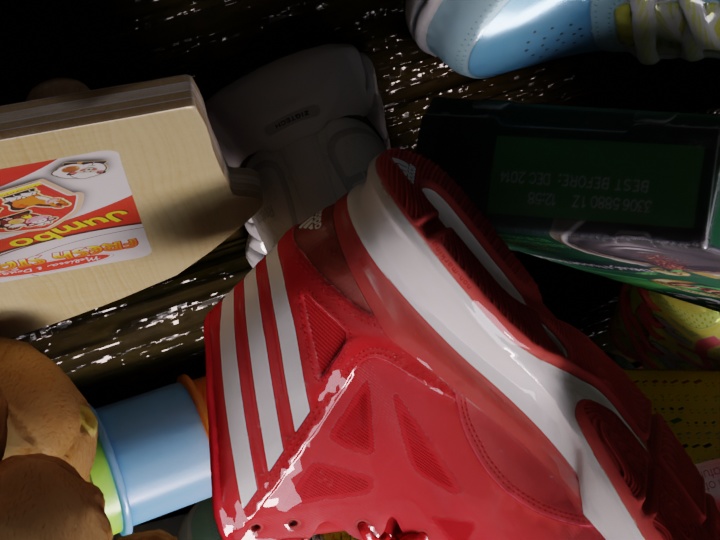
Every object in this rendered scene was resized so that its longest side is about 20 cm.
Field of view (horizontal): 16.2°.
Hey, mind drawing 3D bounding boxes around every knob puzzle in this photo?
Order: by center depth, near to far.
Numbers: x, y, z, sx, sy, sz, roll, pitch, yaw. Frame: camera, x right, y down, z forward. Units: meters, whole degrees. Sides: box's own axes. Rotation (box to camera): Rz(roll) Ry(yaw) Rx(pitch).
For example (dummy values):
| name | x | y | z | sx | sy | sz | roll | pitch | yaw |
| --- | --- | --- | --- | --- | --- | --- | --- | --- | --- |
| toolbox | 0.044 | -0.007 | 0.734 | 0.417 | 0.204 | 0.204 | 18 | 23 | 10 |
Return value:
| name | x | y | z | sx | sy | sz | roll | pitch | yaw |
| --- | --- | --- | --- | --- | --- | --- | --- | --- | --- |
| knob puzzle | -0.128 | -0.016 | 0.770 | 0.218 | 0.031 | 0.220 | -10 | 164 | -3 |

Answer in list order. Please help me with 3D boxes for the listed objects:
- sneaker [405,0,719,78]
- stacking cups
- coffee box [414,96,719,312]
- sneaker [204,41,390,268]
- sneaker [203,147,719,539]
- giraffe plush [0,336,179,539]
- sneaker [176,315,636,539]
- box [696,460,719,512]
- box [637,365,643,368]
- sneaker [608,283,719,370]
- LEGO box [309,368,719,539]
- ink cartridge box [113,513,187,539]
| name | x | y | z | sx | sy | sz | roll | pitch | yaw |
| --- | --- | --- | --- | --- | --- | --- | --- | --- | --- |
| sneaker | 0.120 | -0.076 | 0.745 | 0.199 | 0.131 | 0.080 | -24 | 157 | 4 |
| stacking cups | -0.079 | 0.069 | 0.961 | 0.199 | 0.061 | 0.061 | -19 | 156 | -13 |
| coffee box | 0.125 | -0.012 | 0.824 | 0.122 | 0.044 | 0.199 | 8 | 175 | 42 |
| sneaker | 0.000 | 0.000 | 0.860 | 0.075 | 0.081 | 0.200 | -27 | 157 | 5 |
| sneaker | 0.029 | 0.068 | 0.771 | 0.115 | 0.200 | 0.078 | -34 | -170 | 18 |
| giraffe plush | -0.137 | 0.088 | 0.822 | 0.200 | 0.172 | 0.162 | -53 | 168 | 30 |
| sneaker | 0.022 | 0.076 | 1.041 | 0.199 | 0.074 | 0.119 | -11 | 150 | -16 |
| box | 0.193 | 0.107 | 0.863 | 0.198 | 0.095 | 0.103 | -13 | 158 | -8 |
| box | 0.206 | 0.076 | 1.170 | 0.199 | 0.095 | 0.103 | -23 | 155 | 1 |
| sneaker | 0.134 | 0.012 | 1.010 | 0.090 | 0.079 | 0.200 | -14 | 152 | 24 |
| LEGO box | 0.083 | 0.112 | 0.988 | 0.198 | 0.078 | 0.149 | 2 | 138 | -22 |
| ink cartridge box | -0.109 | 0.212 | 1.103 | 0.115 | 0.068 | 0.201 | -9 | 127 | -40 |
